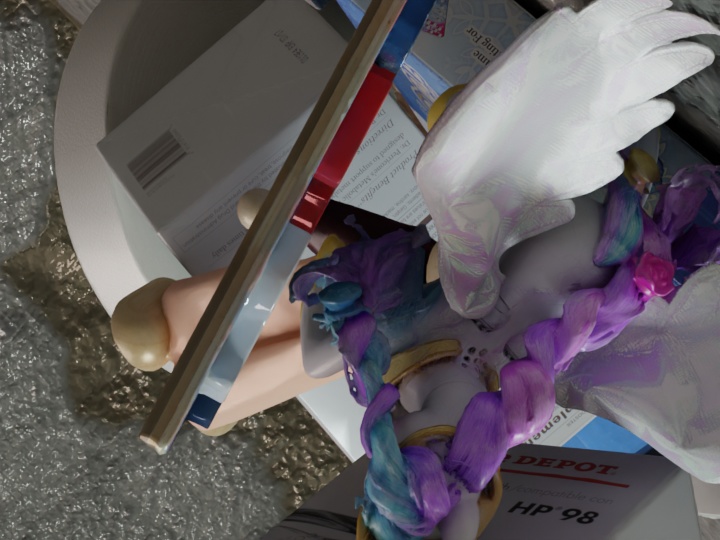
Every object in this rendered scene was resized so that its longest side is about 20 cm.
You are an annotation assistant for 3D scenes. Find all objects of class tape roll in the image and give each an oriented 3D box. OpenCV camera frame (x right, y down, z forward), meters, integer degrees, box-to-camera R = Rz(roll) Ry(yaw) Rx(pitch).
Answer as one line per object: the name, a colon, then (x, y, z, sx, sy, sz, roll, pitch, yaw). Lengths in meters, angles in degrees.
tape roll: (-0.053, -0.045, 1.358, 0.037, 0.203, 0.203, -13, 133, 42)

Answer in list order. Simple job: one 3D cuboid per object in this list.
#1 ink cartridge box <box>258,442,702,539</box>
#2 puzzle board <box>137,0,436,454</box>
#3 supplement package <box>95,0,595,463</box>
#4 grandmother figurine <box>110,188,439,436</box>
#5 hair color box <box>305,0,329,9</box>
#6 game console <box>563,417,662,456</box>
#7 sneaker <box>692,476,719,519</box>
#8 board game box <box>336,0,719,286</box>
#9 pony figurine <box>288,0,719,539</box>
ink cartridge box: (0.029, 0.107, 0.915, 0.115, 0.200, 0.067, 3, 115, 35)
puzzle board: (-0.007, -0.037, 0.856, 0.017, 0.201, 0.151, 29, 177, 0)
supplement package: (0.000, 0.000, 1.265, 0.200, 0.109, 0.114, 50, 180, -28)
grandmother figurine: (0.002, 0.016, 1.117, 0.121, 0.061, 0.200, 38, 143, -29)
hair color box: (-0.064, -0.175, 0.932, 0.100, 0.061, 0.200, 40, 176, 38)
game console: (0.097, 0.071, 1.573, 0.200, 0.119, 0.172, 44, 177, -16)
sneaker: (0.158, 0.044, 0.990, 0.074, 0.082, 0.200, 6, 175, -16)
board game box: (0.089, -0.028, 1.108, 0.199, 0.043, 0.200, 43, 177, 26)
pony figurine: (0.058, 0.003, 0.902, 0.167, 0.193, 0.200, 45, -163, -19)
